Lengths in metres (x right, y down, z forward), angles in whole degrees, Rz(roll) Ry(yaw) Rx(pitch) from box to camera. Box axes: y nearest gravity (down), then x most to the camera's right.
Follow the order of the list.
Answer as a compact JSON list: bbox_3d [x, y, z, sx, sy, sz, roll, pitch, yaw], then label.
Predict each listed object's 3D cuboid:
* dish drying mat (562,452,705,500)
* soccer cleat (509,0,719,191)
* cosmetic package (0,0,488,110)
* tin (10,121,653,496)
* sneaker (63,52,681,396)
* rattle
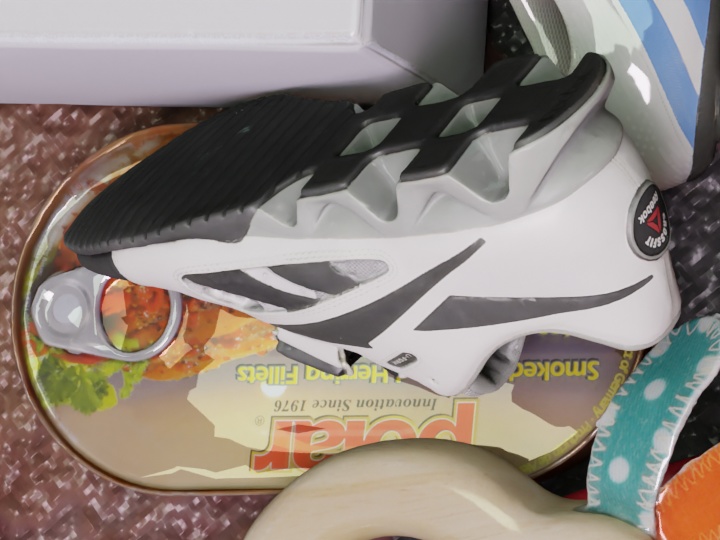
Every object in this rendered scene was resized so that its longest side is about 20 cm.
[{"bbox_3d":[0.138,0.080,0.784,0.199,0.018,0.077,-17,79,16],"label":"dish drying mat"},{"bbox_3d":[0.066,-0.122,0.775,0.086,0.070,0.201,2,85,-3],"label":"soccer cleat"},{"bbox_3d":[-0.066,-0.153,0.824,0.198,0.123,0.201,3,84,19],"label":"cosmetic package"},{"bbox_3d":[-0.007,0.012,0.831,0.199,0.042,0.113,-1,80,18],"label":"tin"},{"bbox_3d":[0.000,0.000,0.764,0.199,0.074,0.089,-2,126,45],"label":"sneaker"},{"bbox_3d":[0.023,0.098,0.735,0.199,0.143,0.131,-28,72,34],"label":"rattle"}]
